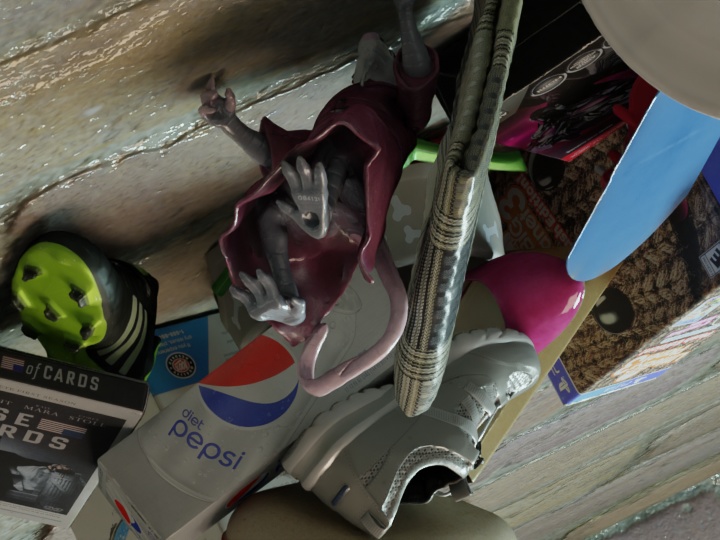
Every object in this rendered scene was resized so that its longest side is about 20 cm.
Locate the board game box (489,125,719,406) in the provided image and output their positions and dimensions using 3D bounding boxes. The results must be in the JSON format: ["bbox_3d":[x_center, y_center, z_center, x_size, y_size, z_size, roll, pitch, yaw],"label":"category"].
[{"bbox_3d":[0.186,-0.032,1.821,0.097,0.160,0.200,-14,159,-42],"label":"board game box"}]

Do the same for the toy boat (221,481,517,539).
[{"bbox_3d":[0.005,0.196,1.633,0.200,0.130,0.131,-7,112,-53],"label":"toy boat"}]

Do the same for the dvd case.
[{"bbox_3d":[-0.219,0.094,1.619,0.150,0.025,0.200,14,153,-13],"label":"dvd case"}]

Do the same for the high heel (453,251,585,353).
[{"bbox_3d":[0.041,0.039,1.692,0.200,0.068,0.096,-16,-179,40],"label":"high heel"}]

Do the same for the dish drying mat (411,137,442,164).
[{"bbox_3d":[0.032,-0.042,1.783,0.077,0.018,0.200,-22,164,-6],"label":"dish drying mat"}]

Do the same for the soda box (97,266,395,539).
[{"bbox_3d":[-0.056,0.081,1.605,0.200,0.063,0.068,-37,169,-14],"label":"soda box"}]

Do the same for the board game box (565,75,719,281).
[{"bbox_3d":[0.170,-0.085,1.625,0.158,0.039,0.200,-28,150,-51],"label":"board game box"}]

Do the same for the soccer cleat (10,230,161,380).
[{"bbox_3d":[-0.151,0.018,1.581,0.081,0.067,0.200,-59,165,-23],"label":"soccer cleat"}]

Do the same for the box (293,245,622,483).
[{"bbox_3d":[0.060,0.060,1.775,0.163,0.021,0.200,-5,-141,47],"label":"box"}]

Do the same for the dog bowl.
[{"bbox_3d":[0.000,0.000,1.738,0.200,0.059,0.200,-19,164,-6],"label":"dog bowl"}]

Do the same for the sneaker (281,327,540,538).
[{"bbox_3d":[0.042,0.099,1.611,0.200,0.082,0.075,-28,163,-42],"label":"sneaker"}]

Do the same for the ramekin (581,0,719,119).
[{"bbox_3d":[0.200,-0.176,1.301,0.202,0.203,0.094,-37,176,32],"label":"ramekin"}]

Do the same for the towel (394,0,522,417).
[{"bbox_3d":[0.050,-0.058,1.426,0.034,0.200,0.193,13,140,3],"label":"towel"}]

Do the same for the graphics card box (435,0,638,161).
[{"bbox_3d":[0.129,-0.123,1.623,0.125,0.051,0.200,-33,164,18],"label":"graphics card box"}]

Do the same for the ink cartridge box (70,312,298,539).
[{"bbox_3d":[-0.095,0.148,1.839,0.147,0.200,0.145,-14,160,-44],"label":"ink cartridge box"}]

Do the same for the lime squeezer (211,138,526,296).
[{"bbox_3d":[-0.006,-0.051,1.623,0.200,0.038,0.071,-23,146,-1],"label":"lime squeezer"}]

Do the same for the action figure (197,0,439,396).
[{"bbox_3d":[0.004,-0.058,1.411,0.134,0.149,0.200,-27,-163,28],"label":"action figure"}]
